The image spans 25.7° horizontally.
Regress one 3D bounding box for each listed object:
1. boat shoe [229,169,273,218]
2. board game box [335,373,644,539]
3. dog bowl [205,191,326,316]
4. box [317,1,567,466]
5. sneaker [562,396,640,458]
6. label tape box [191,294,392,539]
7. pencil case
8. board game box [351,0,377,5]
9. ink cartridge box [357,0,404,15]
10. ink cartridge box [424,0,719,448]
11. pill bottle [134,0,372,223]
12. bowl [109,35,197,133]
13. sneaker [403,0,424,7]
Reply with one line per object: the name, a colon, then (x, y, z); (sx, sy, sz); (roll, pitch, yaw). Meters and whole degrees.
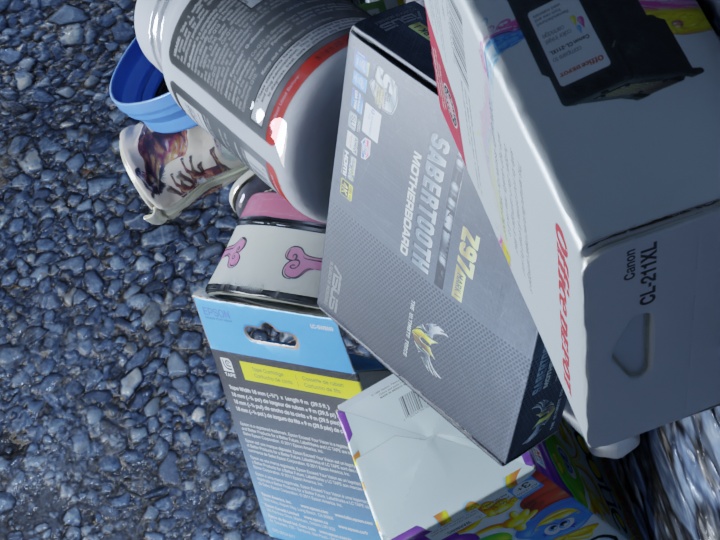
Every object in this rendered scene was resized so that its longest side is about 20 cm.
boat shoe: (0.005, -0.048, 1.163); (0.073, 0.200, 0.063); (105, 156, -46)
board game box: (0.088, 0.135, 0.988); (0.200, 0.105, 0.103); (39, -155, -52)
dog bowl: (0.000, 0.000, 1.061); (0.200, 0.200, 0.074); (111, 171, -85)
box: (0.052, -0.017, 0.829); (0.158, 0.051, 0.200); (39, 141, 30)
sneaker: (0.112, 0.039, 0.945); (0.200, 0.070, 0.080); (-113, 4, -54)
label tape box: (-0.022, 0.100, 1.085); (0.144, 0.063, 0.200); (7, 121, 43)
pencil case: (-0.086, -0.110, 1.205); (0.089, 0.200, 0.078); (65, -176, 33)
board game box: (0.035, -0.166, 1.182); (0.200, 0.064, 0.148); (94, 159, -82)
ink cartridge box: (0.005, -0.113, 1.045); (0.200, 0.059, 0.104); (144, 110, -70)
ink cartridge box: (0.093, -0.053, 0.632); (0.146, 0.083, 0.200); (77, 174, -55)
pill bottle: (-0.049, -0.121, 0.948); (0.200, 0.116, 0.116); (41, 156, 41)
bowl: (-0.097, -0.179, 1.167); (0.039, 0.201, 0.201); (49, -172, -27)
sneaker: (0.049, -0.174, 0.879); (0.200, 0.075, 0.114); (62, -167, -9)
